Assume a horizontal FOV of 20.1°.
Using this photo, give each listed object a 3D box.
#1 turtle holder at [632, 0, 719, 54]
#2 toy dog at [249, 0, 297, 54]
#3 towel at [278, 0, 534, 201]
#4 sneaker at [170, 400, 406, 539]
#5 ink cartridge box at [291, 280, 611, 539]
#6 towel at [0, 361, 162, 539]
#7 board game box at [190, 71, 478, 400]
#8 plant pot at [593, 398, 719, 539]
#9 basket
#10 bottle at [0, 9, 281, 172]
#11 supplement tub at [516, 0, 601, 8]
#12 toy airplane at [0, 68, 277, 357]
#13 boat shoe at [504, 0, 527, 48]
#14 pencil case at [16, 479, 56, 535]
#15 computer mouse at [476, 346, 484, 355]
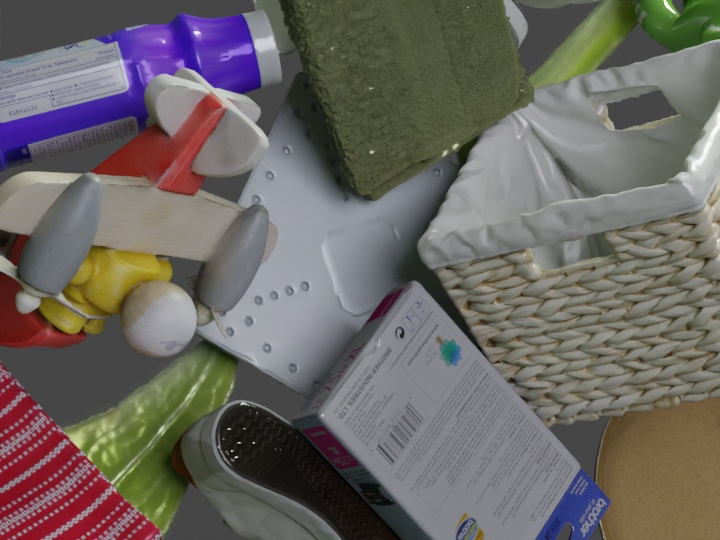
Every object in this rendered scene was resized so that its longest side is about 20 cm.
[{"bbox_3d":[0.295,-0.184,1.497,0.141,0.185,0.132,48,58,-46],"label":"turtle holder"},{"bbox_3d":[-0.043,-0.177,1.334,0.199,0.132,0.097,20,110,-13],"label":"toy dog"},{"bbox_3d":[0.027,-0.149,1.295,0.148,0.036,0.201,-32,129,-11],"label":"towel"},{"bbox_3d":[-0.031,0.148,1.276,0.200,0.085,0.073,38,56,-20],"label":"sneaker"},{"bbox_3d":[0.060,0.120,1.272,0.200,0.042,0.119,46,57,-13],"label":"ink cartridge box"},{"bbox_3d":[-0.223,0.122,1.150,0.144,0.023,0.200,-28,57,-34],"label":"towel"},{"bbox_3d":[0.000,0.000,1.353,0.199,0.026,0.201,31,66,-18],"label":"board game box"},{"bbox_3d":[0.244,0.161,1.442,0.199,0.027,0.201,6,77,-25],"label":"plant pot"},{"bbox_3d":[0.177,-0.026,1.318,0.161,0.197,0.200,61,35,-24],"label":"basket"},{"bbox_3d":[-0.149,-0.113,1.239,0.199,0.084,0.066,-15,94,-7],"label":"bottle"},{"bbox_3d":[0.170,-0.269,1.401,0.144,0.200,0.146,6,76,-26],"label":"supplement tub"},{"bbox_3d":[-0.125,-0.020,1.183,0.199,0.199,0.142,-19,69,-19],"label":"toy airplane"},{"bbox_3d":[0.047,-0.234,1.405,0.200,0.071,0.064,42,65,-11],"label":"boat shoe"},{"bbox_3d":[-0.251,0.187,1.149,0.199,0.088,0.089,-20,88,-27],"label":"pencil case"},{"bbox_3d":[0.085,0.159,1.332,0.110,0.044,0.201,-36,106,-31],"label":"computer mouse"}]
